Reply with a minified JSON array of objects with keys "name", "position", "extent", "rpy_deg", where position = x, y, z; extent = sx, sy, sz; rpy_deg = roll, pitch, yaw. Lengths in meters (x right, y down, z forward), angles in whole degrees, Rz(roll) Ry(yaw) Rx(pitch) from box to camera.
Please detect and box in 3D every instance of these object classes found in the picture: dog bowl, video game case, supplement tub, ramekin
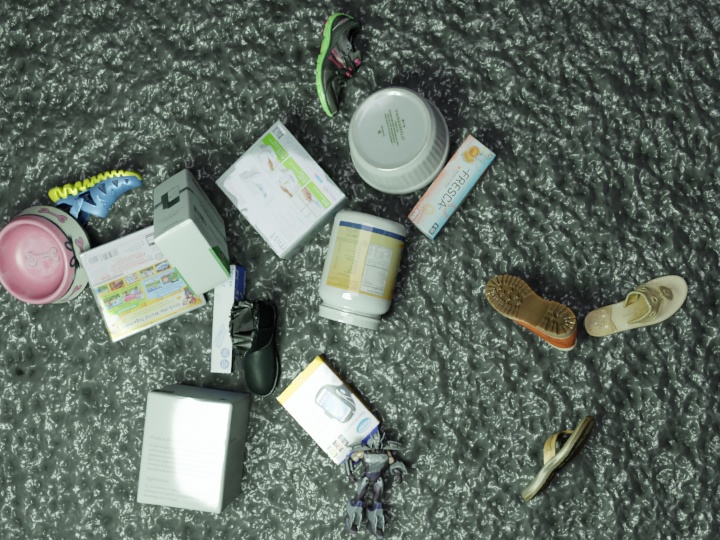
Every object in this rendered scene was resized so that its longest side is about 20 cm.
[{"name":"dog bowl","position":[-0.634,-0.024,1.673],"extent":[0.195,0.074,0.205],"rpy_deg":[3,104,11]},{"name":"video game case","position":[-0.427,0.018,1.667],"extent":[0.197,0.023,0.185],"rpy_deg":[-22,94,-12]},{"name":"supplement tub","position":[0.000,0.000,1.599],"extent":[0.141,0.144,0.204],"rpy_deg":[13,89,6]},{"name":"ramekin","position":[0.066,-0.254,1.614],"extent":[0.198,0.094,0.207],"rpy_deg":[-3,80,15]}]

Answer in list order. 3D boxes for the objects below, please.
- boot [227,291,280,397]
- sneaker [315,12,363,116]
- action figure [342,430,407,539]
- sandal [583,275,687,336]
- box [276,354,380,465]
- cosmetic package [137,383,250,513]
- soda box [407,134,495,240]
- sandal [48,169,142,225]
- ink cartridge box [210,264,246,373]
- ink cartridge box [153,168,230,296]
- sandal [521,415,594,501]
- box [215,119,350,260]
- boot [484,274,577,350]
[{"name":"boot","position":[-0.201,0.144,1.603],"extent":[0.072,0.162,0.203],"rpy_deg":[2,87,7]},{"name":"sneaker","position":[-0.039,-0.404,1.658],"extent":[0.082,0.077,0.205],"rpy_deg":[9,89,10]},{"name":"action figure","position":[0.022,0.398,1.603],"extent":[0.127,0.069,0.205],"rpy_deg":[6,101,-11]},{"name":"sandal","position":[0.521,0.071,1.579],"extent":[0.208,0.070,0.079],"rpy_deg":[-22,85,4]},{"name":"box","position":[-0.053,0.278,1.645],"extent":[0.119,0.041,0.200],"rpy_deg":[-44,86,2]},{"name":"cosmetic package","position":[-0.311,0.331,1.604],"extent":[0.161,0.165,0.205],"rpy_deg":[7,88,5]},{"name":"soda box","position":[0.176,-0.158,1.630],"extent":[0.068,0.064,0.201],"rpy_deg":[38,92,7]},{"name":"sandal","position":[-0.523,-0.146,1.700],"extent":[0.196,0.079,0.089],"rpy_deg":[-17,89,13]},{"name":"ink cartridge box","position":[-0.255,0.093,1.646],"extent":[0.043,0.094,0.205],"rpy_deg":[2,88,6]},{"name":"ink cartridge box","position":[-0.317,-0.074,1.590],"extent":[0.082,0.201,0.148],"rpy_deg":[-27,124,6]},{"name":"sandal","position":[0.362,0.345,1.588],"extent":[0.054,0.080,0.201],"rpy_deg":[43,96,28]},{"name":"box","position":[-0.149,-0.152,1.646],"extent":[0.176,0.097,0.200],"rpy_deg":[-43,84,3]},{"name":"boot","position":[0.322,0.085,1.599],"extent":[0.199,0.107,0.075],"rpy_deg":[34,81,34]}]
